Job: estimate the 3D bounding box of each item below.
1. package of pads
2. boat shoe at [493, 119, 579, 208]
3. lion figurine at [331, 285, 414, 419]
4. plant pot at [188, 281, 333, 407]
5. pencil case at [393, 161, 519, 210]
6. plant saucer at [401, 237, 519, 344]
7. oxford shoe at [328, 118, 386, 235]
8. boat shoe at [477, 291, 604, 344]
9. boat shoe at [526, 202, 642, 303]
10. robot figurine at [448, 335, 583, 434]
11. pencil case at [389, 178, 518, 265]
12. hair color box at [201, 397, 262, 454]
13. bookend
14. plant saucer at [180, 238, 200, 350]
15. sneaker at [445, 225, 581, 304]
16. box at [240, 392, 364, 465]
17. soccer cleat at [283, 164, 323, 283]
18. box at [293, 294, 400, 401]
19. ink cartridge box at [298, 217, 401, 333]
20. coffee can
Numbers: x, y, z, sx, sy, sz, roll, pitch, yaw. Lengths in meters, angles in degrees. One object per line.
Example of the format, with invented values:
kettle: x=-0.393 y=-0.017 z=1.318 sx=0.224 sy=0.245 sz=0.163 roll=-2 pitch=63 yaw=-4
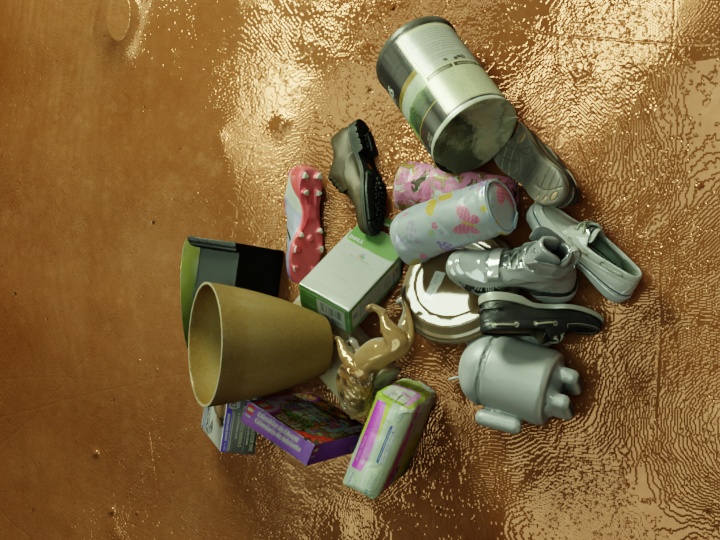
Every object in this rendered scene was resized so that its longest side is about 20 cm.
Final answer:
package of pads: x=0.049 y=0.250 z=1.552 sx=0.067 sy=0.200 sz=0.157 roll=23 pitch=96 yaw=13
boat shoe: x=0.266 y=-0.160 z=1.547 sx=0.075 sy=0.073 sz=0.201 roll=-48 pitch=47 yaw=24
lion figurine: x=0.026 y=0.129 z=1.550 sx=0.200 sy=0.072 sz=0.123 roll=-47 pitch=52 yaw=27
plant pot: x=-0.150 y=0.115 z=1.567 sx=0.186 sy=0.197 sz=0.190 roll=-8 pitch=82 yaw=64
pencil case: x=0.148 y=-0.120 z=1.595 sx=0.197 sy=0.082 sz=0.088 roll=14 pitch=106 yaw=26
plant saucer: x=0.151 y=0.019 z=1.566 sx=0.197 sy=0.030 sz=0.203 roll=-14 pitch=55 yaw=20
oxford shoe: x=-0.008 y=-0.145 z=1.686 sx=0.083 sy=0.072 sz=0.203 roll=-22 pitch=65 yaw=26
boat shoe: x=0.265 y=0.079 z=1.480 sx=0.074 sy=0.197 sz=0.061 roll=137 pitch=141 yaw=-63
boat shoe: x=0.337 y=-0.043 z=1.495 sx=0.200 sy=0.073 sz=0.067 roll=42 pitch=139 yaw=12
robot figurine: x=0.231 y=0.161 z=1.516 sx=0.197 sy=0.113 sz=0.171 roll=17 pitch=68 yaw=26
pencil case: x=0.139 y=-0.069 z=1.521 sx=0.198 sy=0.083 sz=0.091 roll=-20 pitch=111 yaw=39
hair color box: x=-0.219 y=0.233 z=1.699 sx=0.200 sy=0.064 sz=0.111 roll=-172 pitch=90 yaw=-70
bookend: x=-0.219 y=0.054 z=1.698 sx=0.091 sy=0.198 sz=0.204 roll=7 pitch=90 yaw=19
plant saucer: x=-0.281 y=0.045 z=1.751 sx=0.030 sy=0.200 sz=0.204 roll=-2 pitch=85 yaw=-1
sneaker: x=0.225 y=-0.015 z=1.466 sx=0.196 sy=0.116 sz=0.076 roll=10 pitch=58 yaw=6
box: x=-0.084 y=0.250 z=1.619 sx=0.136 sy=0.199 sz=0.040 roll=28 pitch=100 yaw=25
soccer cleat: x=-0.103 y=-0.080 z=1.738 sx=0.076 sy=0.066 sz=0.204 roll=9 pitch=97 yaw=57
box: x=-0.039 y=0.129 z=1.673 sx=0.200 sy=0.077 sz=0.095 roll=45 pitch=104 yaw=22
ink cartridge box: x=0.000 y=0.000 z=1.650 sx=0.103 sy=0.060 sz=0.200 roll=27 pitch=55 yaw=25
coffee can: x=0.130 y=-0.272 z=1.554 sx=0.146 sy=0.146 sz=0.201 roll=-42 pitch=55 yaw=18
